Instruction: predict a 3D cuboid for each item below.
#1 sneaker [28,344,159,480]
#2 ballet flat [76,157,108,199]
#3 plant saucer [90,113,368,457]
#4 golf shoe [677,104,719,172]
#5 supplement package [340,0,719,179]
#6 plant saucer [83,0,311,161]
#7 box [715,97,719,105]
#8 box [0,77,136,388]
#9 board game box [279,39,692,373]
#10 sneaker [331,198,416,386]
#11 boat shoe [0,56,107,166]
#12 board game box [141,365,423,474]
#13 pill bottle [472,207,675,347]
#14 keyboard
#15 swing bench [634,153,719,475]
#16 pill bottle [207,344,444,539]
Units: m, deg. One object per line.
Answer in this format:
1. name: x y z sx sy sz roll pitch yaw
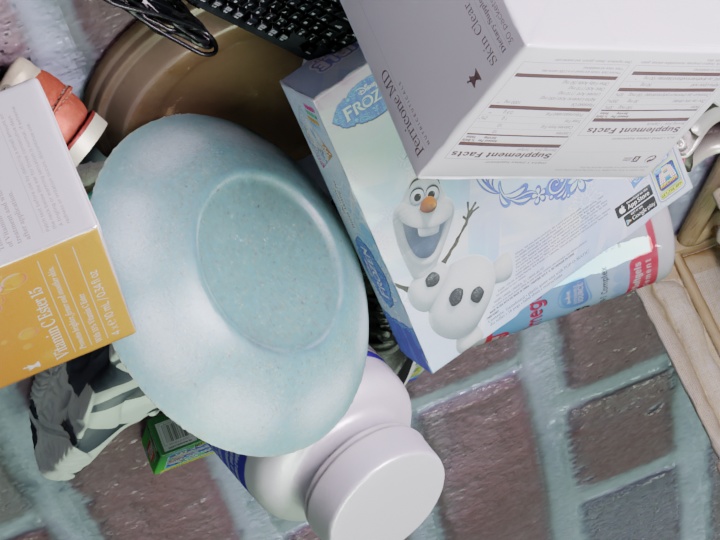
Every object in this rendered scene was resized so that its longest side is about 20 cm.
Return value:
1. sneaker: -0.128 0.068 1.885 0.129 0.080 0.200 3 133 -29
2. ballet flat: -0.190 -0.015 1.703 0.072 0.072 0.200 8 136 -47
3. plant saucer: -0.061 0.001 1.618 0.200 0.202 0.039 2 160 -42
4. golf shoe: 0.167 -0.096 1.824 0.199 0.088 0.077 -14 154 -17
5. supplement package: 0.079 -0.158 1.507 0.155 0.201 0.111 -2 146 -36
6. plant saucer: -0.061 -0.109 1.677 0.199 0.030 0.200 -19 152 -11
7. box: 0.258 -0.196 1.657 0.200 0.125 0.097 -34 152 21
8. box: -0.230 0.005 1.499 0.199 0.098 0.125 -23 154 -5
9. board game box: 0.076 -0.077 1.668 0.200 0.043 0.200 -35 125 -16
10. sneaker: 0.000 0.000 1.775 0.088 0.075 0.201 -51 150 -64
11. boat shoe: -0.221 -0.042 1.634 0.062 0.071 0.200 39 126 -14
12. board game box: -0.050 0.087 1.997 0.199 0.029 0.135 -20 172 -8
13. pill bottle: 0.093 -0.015 1.884 0.199 0.109 0.109 -19 153 -8
14. keyboard: -0.077 -0.144 1.531 0.104 0.040 0.200 -24 145 38
15. swing bench: 0.300 0.009 1.999 0.129 0.200 0.200 -3 147 -36
16. pill bottle: -0.040 0.076 1.732 0.112 0.200 0.112 -27 143 -23
